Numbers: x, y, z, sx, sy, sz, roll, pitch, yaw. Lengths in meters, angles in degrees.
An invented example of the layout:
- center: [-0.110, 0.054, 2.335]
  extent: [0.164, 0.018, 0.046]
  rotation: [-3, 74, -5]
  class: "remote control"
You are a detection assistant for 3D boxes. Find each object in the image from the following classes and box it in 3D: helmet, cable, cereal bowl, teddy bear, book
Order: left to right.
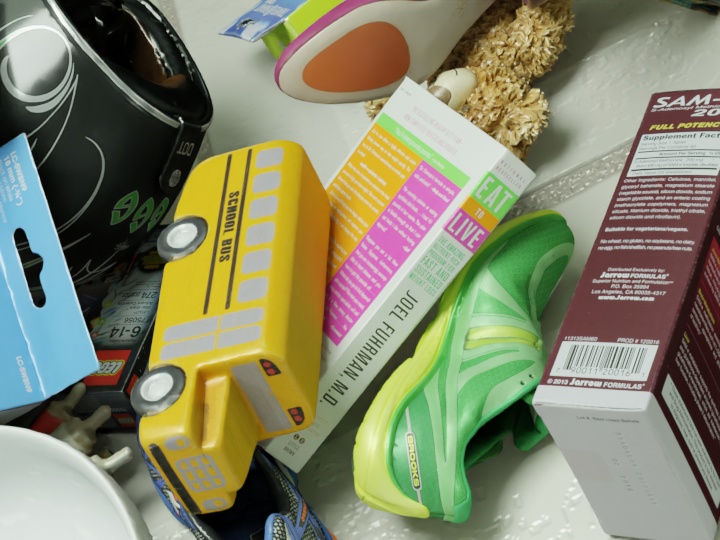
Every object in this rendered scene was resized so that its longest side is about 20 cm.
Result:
- center: [-0.214, 0.146, 1.013]
  extent: [0.200, 0.050, 0.097]
  rotation: [-42, 42, -4]
  class: "cable"
- center: [-0.188, 0.186, 0.920]
  extent: [0.198, 0.083, 0.202]
  rotation: [-6, 69, 14]
  class: "cereal bowl"
- center: [-0.205, -0.084, 1.080]
  extent: [0.190, 0.200, 0.201]
  rotation: [-41, 37, 18]
  class: "helmet"
- center: [0.000, 0.000, 0.979]
  extent: [0.200, 0.048, 0.134]
  rotation: [-51, 26, 4]
  class: "book"
- center: [0.070, -0.135, 1.114]
  extent: [0.144, 0.067, 0.201]
  rotation: [-3, 48, 33]
  class: "teddy bear"

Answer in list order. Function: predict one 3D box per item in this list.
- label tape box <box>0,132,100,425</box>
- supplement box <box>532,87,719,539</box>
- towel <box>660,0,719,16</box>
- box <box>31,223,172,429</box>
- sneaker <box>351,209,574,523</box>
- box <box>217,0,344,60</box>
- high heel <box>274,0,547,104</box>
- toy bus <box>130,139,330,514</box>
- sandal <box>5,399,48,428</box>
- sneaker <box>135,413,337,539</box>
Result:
- center: [-0.252, 0.029, 0.972]
  extent: [0.199, 0.063, 0.145]
  rotation: [-29, 73, 28]
  class: "label tape box"
- center: [0.156, 0.019, 0.873]
  extent: [0.060, 0.109, 0.201]
  rotation: [1, 50, 33]
  class: "supplement box"
- center: [0.120, -0.210, 1.052]
  extent: [0.147, 0.199, 0.022]
  rotation: [50, 119, 32]
  class: "towel"
- center: [-0.198, 0.037, 1.131]
  extent: [0.198, 0.040, 0.138]
  rotation: [-4, 47, 29]
  class: "box"
- center: [0.069, 0.054, 0.937]
  extent: [0.083, 0.074, 0.201]
  rotation: [23, 58, 16]
  class: "sneaker"
- center: [0.004, -0.201, 1.205]
  extent: [0.200, 0.048, 0.122]
  rotation: [-39, 17, -7]
  class: "box"
- center: [0.029, -0.164, 1.073]
  extent: [0.199, 0.068, 0.096]
  rotation: [-22, 38, -12]
  class: "high heel"
- center: [-0.063, 0.026, 0.921]
  extent: [0.078, 0.065, 0.201]
  rotation: [-13, 42, 14]
  class: "toy bus"
- center: [-0.247, 0.119, 1.036]
  extent: [0.201, 0.043, 0.076]
  rotation: [-56, 22, -5]
  class: "sandal"
- center: [-0.068, 0.112, 0.944]
  extent: [0.075, 0.079, 0.200]
  rotation: [-39, 41, -9]
  class: "sneaker"
